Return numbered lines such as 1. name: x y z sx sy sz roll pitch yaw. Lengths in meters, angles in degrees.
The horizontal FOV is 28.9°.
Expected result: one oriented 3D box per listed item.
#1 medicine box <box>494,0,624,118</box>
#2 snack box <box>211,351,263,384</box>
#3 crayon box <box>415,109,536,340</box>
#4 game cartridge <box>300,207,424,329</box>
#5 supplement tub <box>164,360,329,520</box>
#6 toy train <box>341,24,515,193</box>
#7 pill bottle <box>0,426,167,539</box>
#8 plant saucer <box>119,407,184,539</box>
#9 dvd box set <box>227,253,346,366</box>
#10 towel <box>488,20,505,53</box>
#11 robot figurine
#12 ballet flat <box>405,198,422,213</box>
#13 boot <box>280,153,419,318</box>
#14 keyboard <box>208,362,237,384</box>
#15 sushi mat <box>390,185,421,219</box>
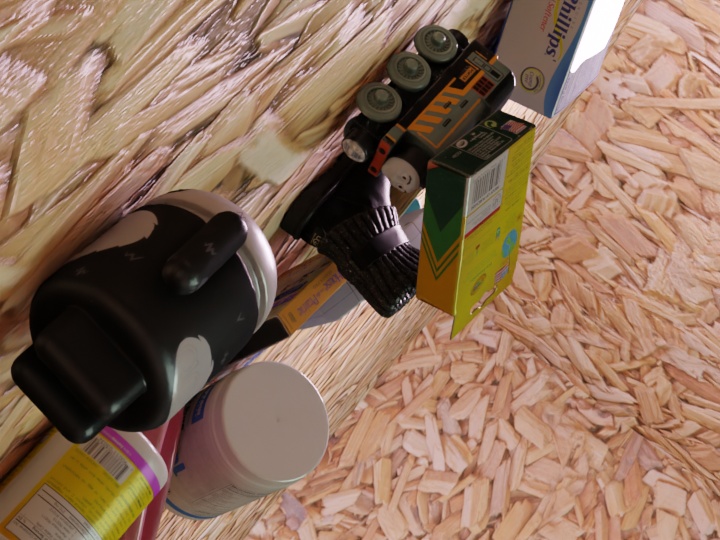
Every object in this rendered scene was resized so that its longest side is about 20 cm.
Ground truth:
1. medicine box: 0.258 -0.318 1.768 0.200 0.102 0.183 -41 153 -55
2. snack box: -0.119 0.076 1.692 0.072 0.024 0.200 -56 173 32
3. crayon box: 0.113 -0.044 1.399 0.127 0.051 0.201 -38 143 -42
4. game cartridge: 0.000 0.000 1.615 0.200 0.042 0.133 -41 -164 -29
5. supplement tub: -0.136 0.183 1.476 0.132 0.132 0.200 -47 -171 -38
6. toy train: 0.068 -0.162 1.395 0.200 0.114 0.085 -49 171 -33
7. pill bottle: -0.257 0.210 1.142 0.200 0.104 0.104 -49 172 -26
8. plant saucer: -0.215 0.199 1.343 0.201 0.050 0.202 -166 -90 -89
9. dvd box set: -0.081 0.035 1.503 0.146 0.030 0.200 -26 -168 38
10. towel: 0.158 -0.263 1.882 0.200 0.024 0.145 -53 175 10
11. robot figurine: -0.143 0.026 0.942 0.200 0.149 0.126 -45 133 -44
12. ballet flat: 0.013 -0.026 1.883 0.200 0.076 0.064 -46 -174 -24
13. boot: 0.028 -0.052 1.490 0.211 0.157 0.080 -46 170 -39
14. keyboard: -0.140 0.099 1.496 0.200 0.011 0.056 -37 -169 -28
15. sushi mat: 0.061 -0.138 1.590 0.200 0.095 0.012 -51 138 -11
